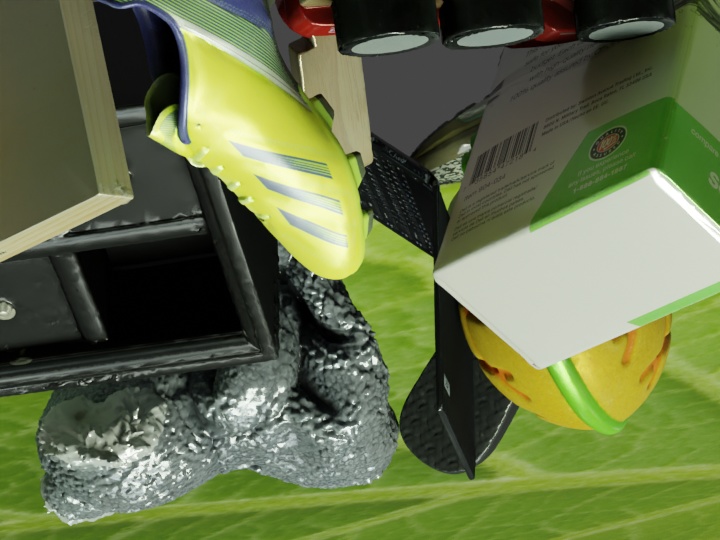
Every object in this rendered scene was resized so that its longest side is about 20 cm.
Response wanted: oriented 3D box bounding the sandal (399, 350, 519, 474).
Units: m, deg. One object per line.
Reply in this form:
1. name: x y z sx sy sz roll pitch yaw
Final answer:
1. sandal: 0.091 0.027 1.585 0.201 0.075 0.048 -53 169 23

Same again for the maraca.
1. maraca: 0.099 0.009 1.450 0.107 0.137 0.200 -24 144 15

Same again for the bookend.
1. bookend: -0.155 -0.038 1.374 0.198 0.092 0.200 -7 139 6

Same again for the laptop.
1. laptop: 0.000 0.000 1.485 0.103 0.200 0.177 -54 165 -9

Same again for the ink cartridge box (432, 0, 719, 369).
1. ink cartridge box: 0.131 -0.070 1.342 0.084 0.200 0.145 41 136 -24

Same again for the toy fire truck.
1. toy fire truck: 0.038 -0.121 1.306 0.176 0.129 0.200 -6 174 -19

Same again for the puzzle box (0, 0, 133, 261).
1. puzzle box: -0.196 -0.063 1.297 0.200 0.133 0.025 -22 164 34

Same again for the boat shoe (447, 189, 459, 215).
1. boat shoe: 0.153 -0.046 1.670 0.200 0.070 0.072 -19 158 16

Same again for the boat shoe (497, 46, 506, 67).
1. boat shoe: 0.160 -0.060 1.503 0.200 0.074 0.076 33 137 -21

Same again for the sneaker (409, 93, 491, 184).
1. sneaker: 0.125 -0.059 1.579 0.200 0.089 0.077 -10 163 -2

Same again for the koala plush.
1. koala plush: -0.099 0.075 1.613 0.200 0.184 0.177 -27 170 -18

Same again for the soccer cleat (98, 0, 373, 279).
1. soccer cleat: -0.059 -0.068 1.247 0.084 0.200 0.065 -40 -144 -22
